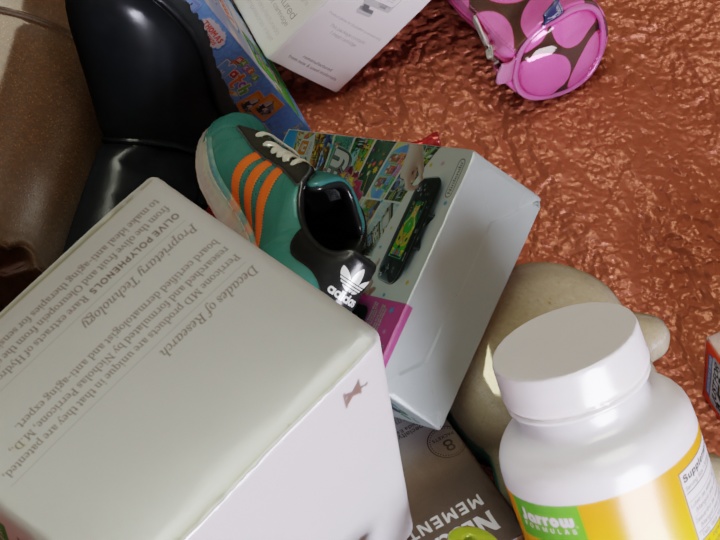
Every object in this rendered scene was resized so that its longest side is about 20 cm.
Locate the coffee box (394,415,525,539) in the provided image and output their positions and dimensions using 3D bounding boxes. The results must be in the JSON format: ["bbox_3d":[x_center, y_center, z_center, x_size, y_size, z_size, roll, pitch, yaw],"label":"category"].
[{"bbox_3d":[-0.015,0.174,1.353,0.199,0.080,0.115,-26,55,-14],"label":"coffee box"}]

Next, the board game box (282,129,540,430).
[{"bbox_3d":[0.000,0.000,1.407,0.199,0.064,0.148,11,72,56],"label":"board game box"}]

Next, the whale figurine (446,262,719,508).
[{"bbox_3d":[0.130,0.091,1.412,0.200,0.104,0.159,40,62,2],"label":"whale figurine"}]

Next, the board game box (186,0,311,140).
[{"bbox_3d":[-0.113,-0.182,1.560,0.036,0.200,0.152,-33,54,7],"label":"board game box"}]

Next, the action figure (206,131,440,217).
[{"bbox_3d":[-0.040,-0.041,1.541,0.198,0.052,0.066,-11,48,-5],"label":"action figure"}]

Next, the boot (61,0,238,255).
[{"bbox_3d":[-0.140,-0.066,1.421,0.076,0.200,0.169,4,62,21],"label":"boot"}]

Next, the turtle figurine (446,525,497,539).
[{"bbox_3d":[0.046,0.216,1.287,0.198,0.162,0.065,0,33,-3],"label":"turtle figurine"}]

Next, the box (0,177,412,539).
[{"bbox_3d":[-0.100,0.108,1.236,0.171,0.200,0.200,33,64,27],"label":"box"}]

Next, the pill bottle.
[{"bbox_3d":[0.140,0.124,1.290,0.110,0.201,0.111,-17,22,7],"label":"pill bottle"}]

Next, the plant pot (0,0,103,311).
[{"bbox_3d":[-0.238,-0.077,1.504,0.199,0.201,0.200,8,60,10],"label":"plant pot"}]

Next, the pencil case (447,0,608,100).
[{"bbox_3d":[0.083,-0.206,1.635,0.093,0.091,0.200,-27,53,-18],"label":"pencil case"}]

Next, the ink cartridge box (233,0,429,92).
[{"bbox_3d":[-0.001,-0.246,1.603,0.200,0.083,0.147,-43,55,20],"label":"ink cartridge box"}]

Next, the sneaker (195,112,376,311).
[{"bbox_3d":[-0.037,-0.036,1.367,0.080,0.071,0.201,-43,41,19],"label":"sneaker"}]

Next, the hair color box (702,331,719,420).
[{"bbox_3d":[0.298,0.108,1.392,0.110,0.064,0.201,-23,53,-12],"label":"hair color box"}]
